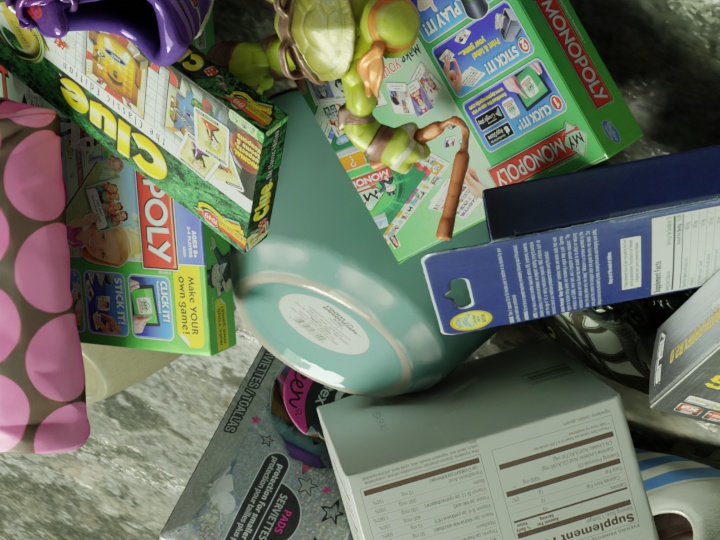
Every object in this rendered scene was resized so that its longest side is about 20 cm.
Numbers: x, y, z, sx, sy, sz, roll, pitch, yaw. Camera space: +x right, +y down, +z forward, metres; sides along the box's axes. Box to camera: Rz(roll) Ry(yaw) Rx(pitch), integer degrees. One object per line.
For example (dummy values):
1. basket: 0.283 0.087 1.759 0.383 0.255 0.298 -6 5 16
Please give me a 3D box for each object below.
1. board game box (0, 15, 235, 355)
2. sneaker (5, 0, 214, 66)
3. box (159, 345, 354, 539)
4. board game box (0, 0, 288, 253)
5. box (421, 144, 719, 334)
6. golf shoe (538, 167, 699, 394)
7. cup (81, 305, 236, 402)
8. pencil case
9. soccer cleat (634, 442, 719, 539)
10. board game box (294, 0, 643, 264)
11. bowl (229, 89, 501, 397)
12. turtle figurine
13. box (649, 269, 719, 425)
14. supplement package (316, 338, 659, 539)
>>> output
1. board game box: -0.140 -0.057 1.151 0.134 0.029 0.201 4 105 30
2. sneaker: -0.155 -0.155 0.948 0.199 0.084 0.081 21 156 -25
3. box: -0.035 0.138 1.344 0.114 0.200 0.132 21 151 12
4. board game box: -0.124 -0.100 1.065 0.200 0.023 0.105 37 150 16
5. box: 0.130 -0.017 0.985 0.199 0.033 0.121 -12 159 3
6. golf shoe: 0.119 0.009 1.119 0.094 0.078 0.200 -9 133 50
7. cup: -0.171 -0.002 1.301 0.200 0.144 0.201 22 152 12
8. pencil case: -0.200 0.002 1.129 0.090 0.201 0.094 -3 -165 -9
9. soccer cleat: 0.152 0.146 1.305 0.199 0.086 0.070 8 146 35
10. board game box: 0.043 -0.090 1.017 0.135 0.029 0.200 60 148 -2
11. bowl: 0.000 0.000 1.186 0.200 0.105 0.201 22 153 12
12. turtle figurine: -0.018 -0.111 0.992 0.161 0.064 0.201 10 117 54
13. box: 0.266 0.045 1.013 0.199 0.049 0.158 14 155 -10
14. supplement package: 0.069 0.125 1.164 0.200 0.155 0.111 -127 22 -81
